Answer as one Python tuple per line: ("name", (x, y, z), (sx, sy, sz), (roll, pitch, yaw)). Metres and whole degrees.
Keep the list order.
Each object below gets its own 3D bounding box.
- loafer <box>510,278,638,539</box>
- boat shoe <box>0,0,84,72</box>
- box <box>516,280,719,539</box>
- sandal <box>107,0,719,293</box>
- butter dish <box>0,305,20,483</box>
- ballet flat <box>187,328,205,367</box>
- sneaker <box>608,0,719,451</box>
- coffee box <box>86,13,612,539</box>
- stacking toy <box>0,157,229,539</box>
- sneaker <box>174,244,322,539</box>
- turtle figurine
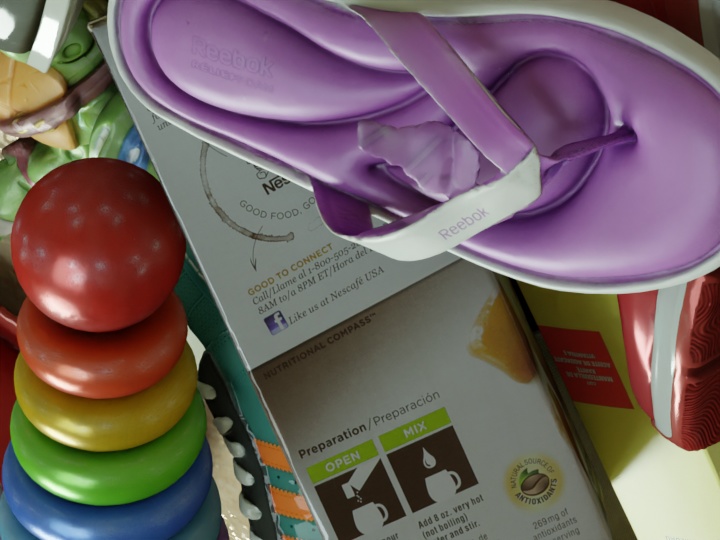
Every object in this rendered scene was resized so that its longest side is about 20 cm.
("loafer", (0.049, 0.041, 0.986), (0.068, 0.076, 0.200), (-37, 105, 18))
("boat shoe", (-0.092, -0.144, 0.818), (0.060, 0.072, 0.202), (11, 130, -4))
("box", (0.091, 0.002, 0.911), (0.050, 0.075, 0.200), (4, 133, 41))
("sandal", (0.011, -0.035, 0.770), (0.203, 0.050, 0.083), (15, 123, 32))
("butter dish", (-0.195, 0.100, 1.226), (0.200, 0.148, 0.199), (34, 146, 8))
("ballet flat", (-0.014, 0.052, 1.075), (0.200, 0.064, 0.076), (50, 146, -14))
("sneaker", (0.076, -0.055, 0.803), (0.116, 0.078, 0.200), (31, 130, 35))
("coffee box", (0.000, 0.000, 0.894), (0.114, 0.080, 0.200), (-71, -43, -85))
("stacking toy", (-0.085, 0.046, 0.962), (0.085, 0.085, 0.200), (23, 136, 24))
("sneaker", (-0.017, 0.074, 1.012), (0.080, 0.071, 0.200), (-33, 104, 13))
("turtle figurine", (-0.160, -0.057, 0.998), (0.194, 0.200, 0.144), (43, -166, 30))
